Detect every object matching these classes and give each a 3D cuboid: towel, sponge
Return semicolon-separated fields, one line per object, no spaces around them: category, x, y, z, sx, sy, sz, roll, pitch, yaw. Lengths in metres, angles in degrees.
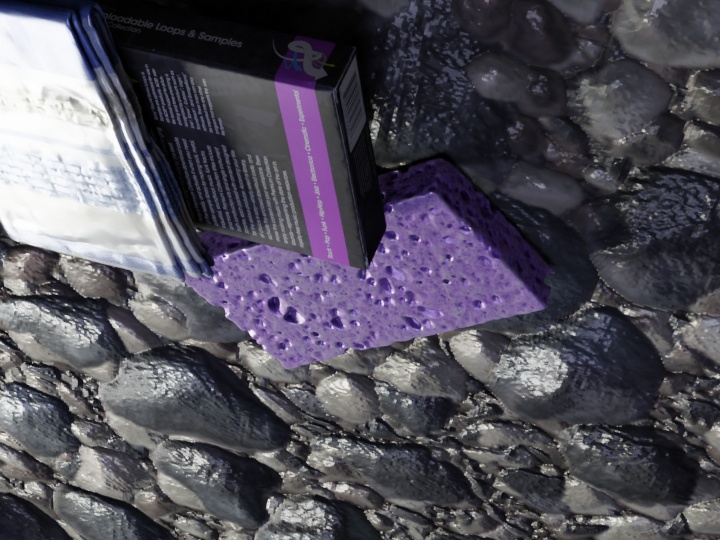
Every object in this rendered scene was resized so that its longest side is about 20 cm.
towel;-0.165;-0.075;1.027;0.146;0.024;0.201;12;144;29
sponge;0.000;0.000;1.122;0.199;0.030;0.112;-15;135;38

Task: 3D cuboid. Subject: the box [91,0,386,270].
box;-0.089;-0.078;1.022;0.198;0.036;0.144;13;146;17
